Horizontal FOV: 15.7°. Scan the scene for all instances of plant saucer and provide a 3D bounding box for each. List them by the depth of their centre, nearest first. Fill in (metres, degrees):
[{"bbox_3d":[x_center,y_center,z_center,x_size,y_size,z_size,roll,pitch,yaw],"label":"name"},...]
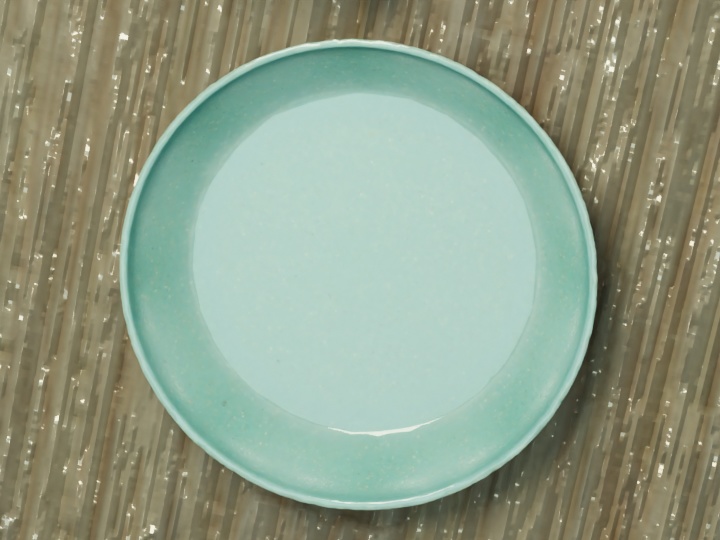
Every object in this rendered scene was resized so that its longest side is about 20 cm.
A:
[{"bbox_3d":[0.000,0.000,1.093,0.200,0.036,0.200,1,103,6],"label":"plant saucer"}]
